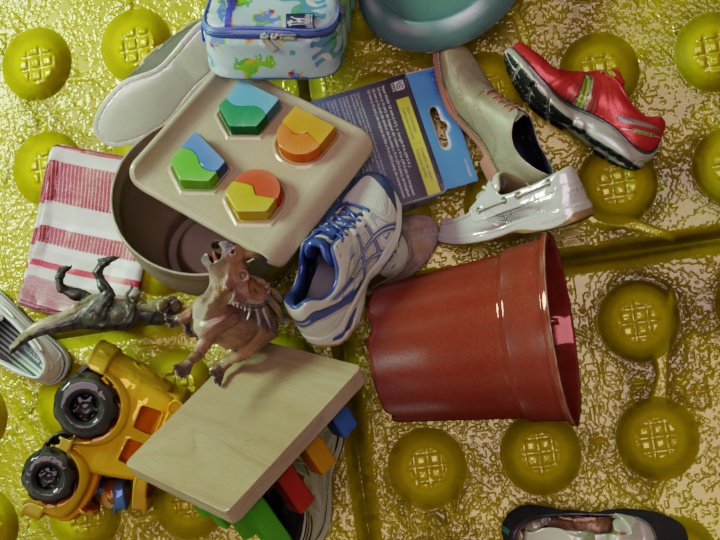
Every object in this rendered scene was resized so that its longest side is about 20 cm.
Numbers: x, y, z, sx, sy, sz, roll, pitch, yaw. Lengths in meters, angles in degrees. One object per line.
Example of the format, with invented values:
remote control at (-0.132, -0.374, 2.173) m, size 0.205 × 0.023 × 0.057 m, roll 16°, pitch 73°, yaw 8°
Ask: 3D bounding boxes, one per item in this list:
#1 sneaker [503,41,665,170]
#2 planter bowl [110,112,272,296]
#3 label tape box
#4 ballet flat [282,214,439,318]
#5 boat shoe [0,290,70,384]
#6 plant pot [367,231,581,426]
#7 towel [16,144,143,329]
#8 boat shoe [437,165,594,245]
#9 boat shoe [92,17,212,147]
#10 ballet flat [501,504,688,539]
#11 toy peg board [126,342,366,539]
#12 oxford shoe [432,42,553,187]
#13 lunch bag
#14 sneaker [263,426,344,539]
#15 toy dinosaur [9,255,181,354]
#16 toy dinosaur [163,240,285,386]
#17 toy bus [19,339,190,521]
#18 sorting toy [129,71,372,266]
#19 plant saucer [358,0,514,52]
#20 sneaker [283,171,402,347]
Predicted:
sneaker at (0.247, -0.194, 1.305) m, size 0.199 × 0.077 × 0.085 m, roll 37°, pitch 86°, yaw 0°
planter bowl at (-0.165, -0.053, 1.304) m, size 0.198 × 0.135 × 0.202 m, roll 0°, pitch 62°, yaw 0°
label tape box at (0.014, -0.131, 1.330) m, size 0.199 × 0.066 × 0.144 m, roll -17°, pitch 82°, yaw -9°
ballet flat at (0.000, 0.000, 1.324) m, size 0.199 × 0.067 × 0.068 m, roll -33°, pitch 81°, yaw 5°
boat shoe at (-0.429, 0.064, 1.386) m, size 0.199 × 0.067 × 0.074 m, roll 27°, pitch 89°, yaw 10°
plant pot at (0.118, 0.074, 1.245) m, size 0.194 × 0.201 × 0.203 m, roll -9°, pitch 84°, yaw 16°
towel at (-0.319, -0.042, 1.401) m, size 0.143 × 0.023 × 0.202 m, roll 11°, pitch 87°, yaw 9°
boat shoe at (0.159, -0.072, 1.264) m, size 0.199 × 0.071 × 0.070 m, roll -12°, pitch 96°, yaw 45°
boat shoe at (-0.229, -0.221, 1.383) m, size 0.201 × 0.060 × 0.072 m, roll -40°, pitch 112°, yaw 5°
ballet flat at (0.249, 0.288, 1.260) m, size 0.198 × 0.073 × 0.074 m, roll 3°, pitch 86°, yaw 9°
toy peg board at (-0.102, 0.185, 1.228) m, size 0.199 × 0.199 × 0.098 m, roll -45°, pitch 122°, yaw -26°
oxford shoe at (0.151, -0.174, 1.301) m, size 0.071 × 0.074 × 0.201 m, roll -30°, pitch 88°, yaw -40°
lunch bag at (-0.089, -0.294, 1.306) m, size 0.159 × 0.083 × 0.201 m, roll 2°, pitch 46°, yaw 8°
sneaker at (-0.064, 0.206, 1.291) m, size 0.075 × 0.115 × 0.202 m, roll 0°, pitch 85°, yaw 9°
toy dinosaur at (-0.307, 0.033, 1.350) m, size 0.198 × 0.047 × 0.089 m, roll -11°, pitch 90°, yaw -9°
toy dinosaur at (-0.123, 0.050, 1.220) m, size 0.135 × 0.200 × 0.086 m, roll -30°, pitch 71°, yaw 8°
toy bus at (-0.262, 0.204, 1.328) m, size 0.191 × 0.136 × 0.201 m, roll 26°, pitch 91°, yaw -6°
sorting toy at (-0.114, -0.121, 1.243) m, size 0.199 × 0.037 × 0.186 m, roll 30°, pitch 66°, yaw 15°
plant saucer at (0.086, -0.338, 1.325) m, size 0.199 × 0.027 × 0.202 m, roll -8°, pitch 65°, yaw 19°
sneaker at (-0.016, -0.024, 1.218) m, size 0.075 × 0.088 × 0.201 m, roll 6°, pitch 65°, yaw 30°
